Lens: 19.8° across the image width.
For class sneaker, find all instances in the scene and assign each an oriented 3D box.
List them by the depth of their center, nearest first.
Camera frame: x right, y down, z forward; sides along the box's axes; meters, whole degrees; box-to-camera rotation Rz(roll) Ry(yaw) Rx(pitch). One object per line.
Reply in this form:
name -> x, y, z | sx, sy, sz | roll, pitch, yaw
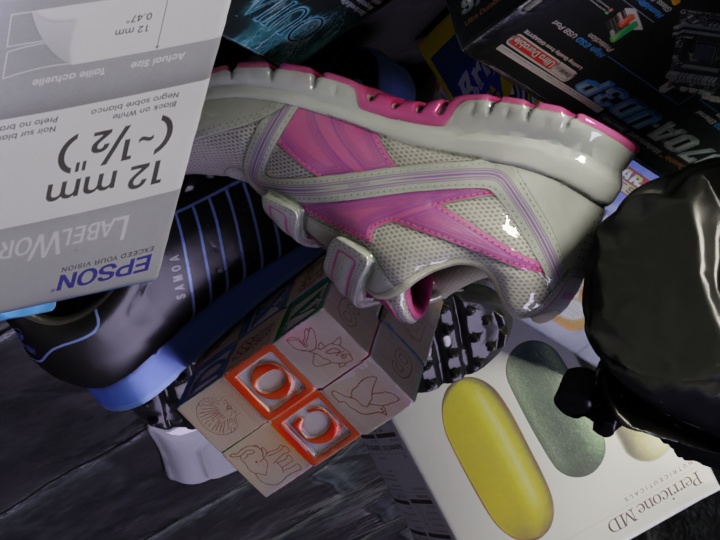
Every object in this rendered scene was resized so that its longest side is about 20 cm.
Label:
sneaker -> 0.002, -0.027, 0.793 | 0.200, 0.088, 0.081 | 10, 180, 23
sneaker -> -0.065, -0.029, 0.874 | 0.200, 0.070, 0.078 | -46, 132, 1
sneaker -> -0.023, 0.024, 1.074 | 0.200, 0.091, 0.067 | -10, 126, 1

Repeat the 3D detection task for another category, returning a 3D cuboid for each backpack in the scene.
backpack -> 0.178, 0.021, 0.803 | 0.167, 0.127, 0.200 | 6, 170, 19

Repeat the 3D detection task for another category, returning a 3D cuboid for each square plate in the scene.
square plate -> -0.047, 0.086, 1.412 | 0.198, 0.028, 0.200 | -28, 167, -8

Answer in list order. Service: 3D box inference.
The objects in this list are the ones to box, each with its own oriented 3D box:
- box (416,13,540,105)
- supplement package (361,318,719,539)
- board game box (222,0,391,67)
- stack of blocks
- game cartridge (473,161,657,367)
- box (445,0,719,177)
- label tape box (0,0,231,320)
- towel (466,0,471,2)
box -> 0.124, -0.112, 0.977 | 0.200, 0.064, 0.070 | -15, 160, -46
supplement package -> 0.081, 0.073, 1.206 | 0.152, 0.200, 0.151 | -28, 180, -10
board game box -> -0.010, -0.131, 0.701 | 0.135, 0.028, 0.200 | -33, 167, 11
stack of blocks -> 0.000, 0.000, 0.929 | 0.115, 0.059, 0.200 | -36, -163, 27
game cartridge -> 0.112, -0.028, 1.058 | 0.200, 0.042, 0.133 | 30, 130, -28
box -> 0.154, -0.103, 0.797 | 0.159, 0.046, 0.200 | -34, 140, 29
label tape box -> -0.126, -0.027, 0.600 | 0.143, 0.066, 0.200 | -13, 138, -32
towel -> 0.075, -0.168, 0.643 | 0.200, 0.036, 0.148 | -49, 165, 16
